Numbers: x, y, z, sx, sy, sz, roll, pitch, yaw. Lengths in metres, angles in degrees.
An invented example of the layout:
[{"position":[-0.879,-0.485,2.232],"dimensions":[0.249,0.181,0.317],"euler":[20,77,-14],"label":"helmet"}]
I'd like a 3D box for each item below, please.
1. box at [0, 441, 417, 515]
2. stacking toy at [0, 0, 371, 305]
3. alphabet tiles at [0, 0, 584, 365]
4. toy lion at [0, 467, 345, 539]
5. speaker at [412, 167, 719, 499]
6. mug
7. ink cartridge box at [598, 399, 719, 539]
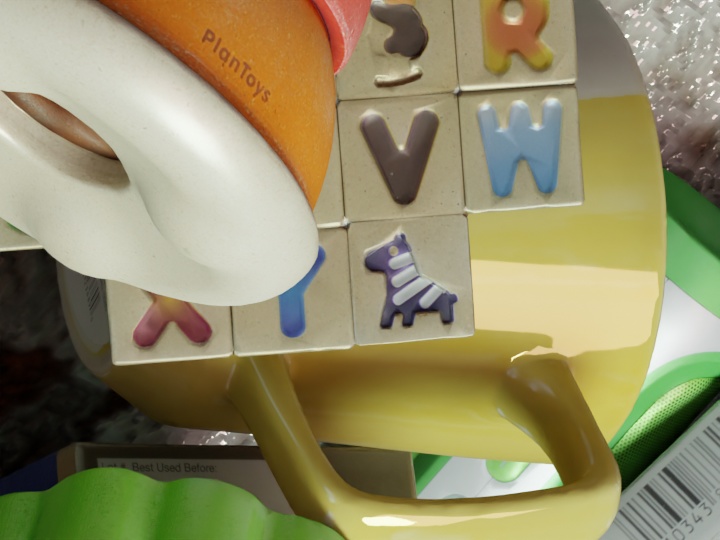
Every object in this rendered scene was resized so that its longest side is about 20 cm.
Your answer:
[{"position":[-0.087,0.092,0.957],"dimensions":[0.121,0.033,0.200],"euler":[3,161,-35],"label":"box"},{"position":[-0.034,-0.104,0.747],"dimensions":[0.200,0.146,0.146],"euler":[-58,142,-19],"label":"stacking toy"},{"position":[-0.025,-0.078,0.796],"dimensions":[0.166,0.006,0.201],"euler":[-4,92,-3],"label":"alphabet tiles"},{"position":[-0.056,0.137,0.855],"dimensions":[0.191,0.069,0.200],"euler":[-20,129,29],"label":"toy lion"},{"position":[0.057,0.058,1.032],"dimensions":[0.088,0.089,0.200],"euler":[24,112,-44],"label":"speaker"},{"position":[-0.001,-0.009,0.873],"dimensions":[0.152,0.186,0.150],"euler":[-1,102,-22],"label":"mug"},{"position":[0.157,0.064,1.083],"dimensions":[0.198,0.047,0.200],"euler":[-44,168,-12],"label":"ink cartridge box"}]
